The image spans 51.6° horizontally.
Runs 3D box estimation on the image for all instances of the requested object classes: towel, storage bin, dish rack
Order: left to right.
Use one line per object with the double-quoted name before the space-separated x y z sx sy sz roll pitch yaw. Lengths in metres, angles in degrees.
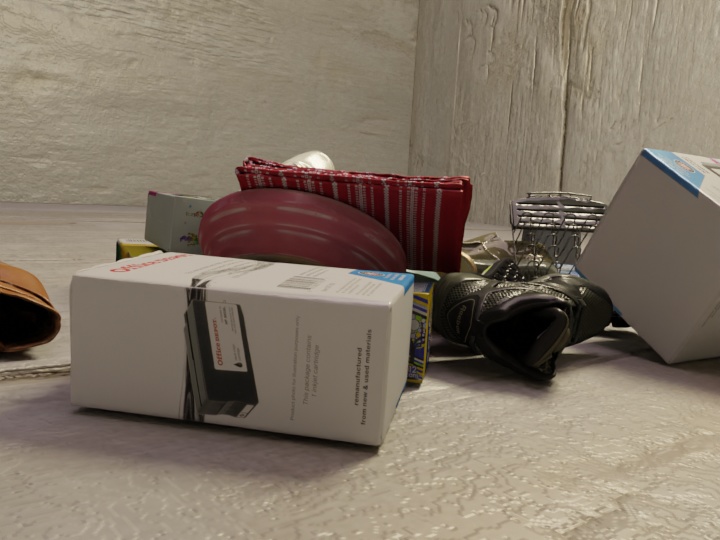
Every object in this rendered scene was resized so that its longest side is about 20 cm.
"towel" -0.002 -0.045 0.657 0.194 0.023 0.146 6 -28 8
"storage bin" 0.331 -0.057 1.339 0.141 0.139 0.200 5 6 8
"dish rack" 0.253 -0.023 0.890 0.149 0.204 0.055 3 -36 -1

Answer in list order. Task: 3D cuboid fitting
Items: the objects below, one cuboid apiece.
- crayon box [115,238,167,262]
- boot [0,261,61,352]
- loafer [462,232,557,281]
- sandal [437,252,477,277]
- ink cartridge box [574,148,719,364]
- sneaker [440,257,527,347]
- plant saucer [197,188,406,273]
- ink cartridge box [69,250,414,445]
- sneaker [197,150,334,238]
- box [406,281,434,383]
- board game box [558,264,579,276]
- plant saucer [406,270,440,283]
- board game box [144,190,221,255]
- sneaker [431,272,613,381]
"crayon box" -0.234 -0.004 0.921 0.123 0.052 0.199 2 6 -21
"boot" -0.338 0.029 0.568 0.196 0.079 0.154 8 7 -39
"loafer" 0.157 -0.007 0.968 0.194 0.076 0.071 5 44 11
"sandal" 0.043 0.014 0.935 0.208 0.080 0.069 7 28 41
"ink cartridge box" 0.355 -0.015 0.752 0.196 0.149 0.148 -1 38 -35
"sneaker" 0.110 0.045 0.760 0.082 0.073 0.198 -33 -10 32
"plant saucer" -0.056 0.001 0.684 0.195 0.052 0.202 9 -27 4
"ink cartridge box" -0.069 0.042 0.493 0.194 0.087 0.145 5 7 10
"sneaker" -0.084 -0.078 0.794 0.200 0.075 0.081 -45 -3 -42
"box" -0.041 0.039 0.595 0.194 0.072 0.064 5 6 10
"board game box" 0.239 0.013 1.086 0.194 0.045 0.199 4 6 5
"plant saucer" 0.000 0.000 0.820 0.195 0.040 0.201 3 -12 1
"board game box" -0.145 -0.051 0.892 0.195 0.066 0.147 5 6 -29
"sneaker" 0.163 0.049 0.640 0.195 0.078 0.114 6 15 -31
